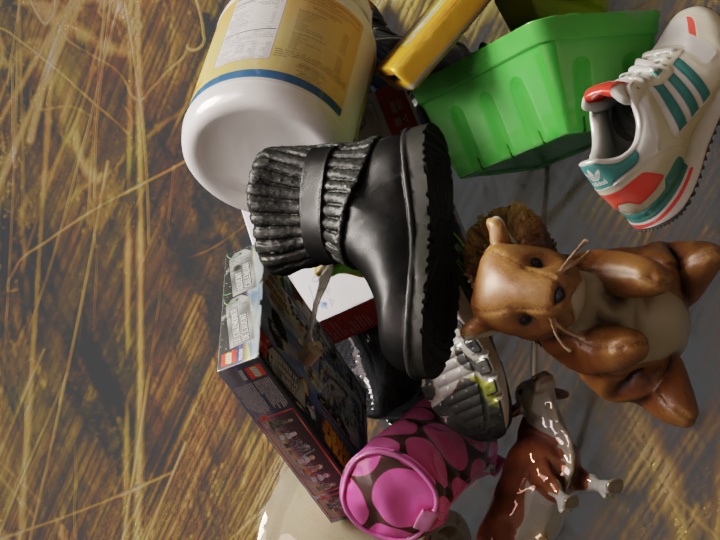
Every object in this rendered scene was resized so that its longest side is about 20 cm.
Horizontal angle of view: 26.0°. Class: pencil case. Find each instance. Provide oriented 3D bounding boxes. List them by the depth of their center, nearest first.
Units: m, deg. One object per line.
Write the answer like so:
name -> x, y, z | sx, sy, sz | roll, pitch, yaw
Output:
pencil case -> 0.056, 0.162, 1.286 | 0.094, 0.200, 0.091 | 42, 112, 9

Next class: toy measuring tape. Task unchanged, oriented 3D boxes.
toy measuring tape -> 0.000, 0.000, 1.287 | 0.074, 0.074, 0.200 | -37, 33, 47

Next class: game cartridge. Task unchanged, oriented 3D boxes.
game cartridge -> 0.091, -0.236, 1.313 | 0.200, 0.032, 0.176 | -51, 7, 3

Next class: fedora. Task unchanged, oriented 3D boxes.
fedora -> 0.019, 0.064, 1.423 | 0.200, 0.092, 0.201 | 13, 107, 46

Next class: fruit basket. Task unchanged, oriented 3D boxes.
fruit basket -> 0.148, -0.195, 1.305 | 0.216, 0.155, 0.216 | 21, 115, 55

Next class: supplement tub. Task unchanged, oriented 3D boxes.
supplement tub -> -0.064, -0.161, 1.343 | 0.145, 0.145, 0.200 | -44, 24, 42

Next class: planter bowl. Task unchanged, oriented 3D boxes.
planter bowl -> 0.016, 0.260, 1.360 | 0.135, 0.200, 0.201 | 5, 85, 29

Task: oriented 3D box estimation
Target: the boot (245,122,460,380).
boot -> -0.008, -0.008, 1.199 | 0.158, 0.079, 0.211 | -9, 64, 21

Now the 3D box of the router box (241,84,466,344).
router box -> -0.008, -0.046, 1.391 | 0.179, 0.049, 0.200 | -25, 59, 7

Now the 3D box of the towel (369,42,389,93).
towel -> -0.027, -0.181, 1.539 | 0.049, 0.112, 0.200 | -47, -3, -20

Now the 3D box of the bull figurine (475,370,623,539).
bull figurine -> 0.145, 0.185, 1.267 | 0.121, 0.065, 0.200 | 40, 117, 60

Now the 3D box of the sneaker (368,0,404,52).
sneaker -> -0.003, -0.241, 1.601 | 0.200, 0.080, 0.086 | 15, 84, 51

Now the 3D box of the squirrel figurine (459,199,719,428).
squirrel figurine -> 0.148, 0.023, 1.195 | 0.200, 0.186, 0.142 | 22, 101, 57

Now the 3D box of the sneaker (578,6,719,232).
sneaker -> 0.220, -0.133, 1.174 | 0.070, 0.093, 0.200 | -13, 49, 54

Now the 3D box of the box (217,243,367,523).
box -> -0.051, 0.092, 1.273 | 0.040, 0.200, 0.137 | -20, 38, 15

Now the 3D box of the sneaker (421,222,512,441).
sneaker -> 0.084, 0.039, 1.267 | 0.074, 0.085, 0.200 | -19, 94, 38

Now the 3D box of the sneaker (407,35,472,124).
sneaker -> 0.061, -0.124, 1.478 | 0.200, 0.066, 0.091 | -64, 34, 19
